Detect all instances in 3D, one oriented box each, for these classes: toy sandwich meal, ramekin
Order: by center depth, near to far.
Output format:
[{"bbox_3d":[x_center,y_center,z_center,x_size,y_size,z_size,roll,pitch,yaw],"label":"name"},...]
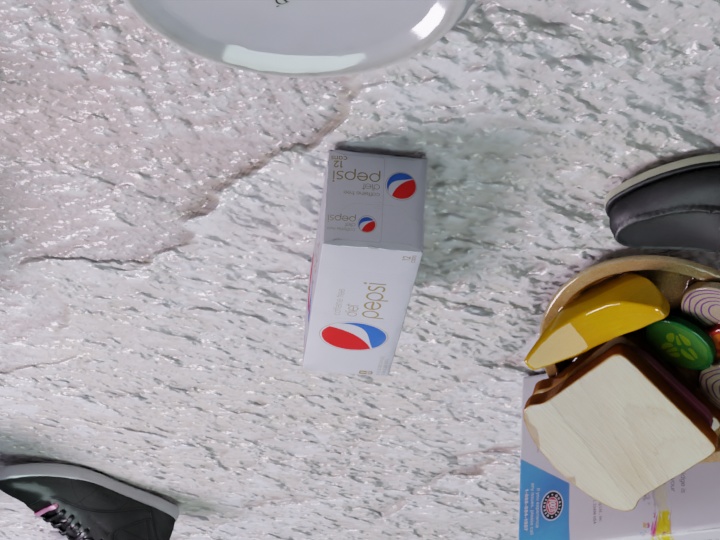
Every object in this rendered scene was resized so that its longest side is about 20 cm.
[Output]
[{"bbox_3d":[-0.029,-0.166,0.776,0.201,0.095,0.203,3,154,2],"label":"ramekin"},{"bbox_3d":[0.201,0.078,1.198,0.204,0.070,0.206,13,133,15],"label":"toy sandwich meal"}]

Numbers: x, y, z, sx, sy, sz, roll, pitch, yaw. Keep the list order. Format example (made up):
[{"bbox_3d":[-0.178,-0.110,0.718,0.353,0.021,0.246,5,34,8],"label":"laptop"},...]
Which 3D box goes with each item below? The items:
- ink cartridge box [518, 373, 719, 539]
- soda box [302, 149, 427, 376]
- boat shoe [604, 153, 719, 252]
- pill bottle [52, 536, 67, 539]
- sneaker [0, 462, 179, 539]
[{"bbox_3d":[0.242,0.156,1.345,0.199,0.148,0.146,-12,149,31],"label":"ink cartridge box"},{"bbox_3d":[0.000,0.000,1.143,0.063,0.069,0.200,5,154,-3],"label":"soda box"},{"bbox_3d":[0.246,-0.031,1.058,0.200,0.063,0.074,-2,156,15],"label":"boat shoe"},{"bbox_3d":[-0.260,0.356,1.859,0.115,0.117,0.200,-11,150,27],"label":"pill bottle"},{"bbox_3d":[-0.261,0.248,1.654,0.199,0.100,0.071,25,149,-34],"label":"sneaker"}]
